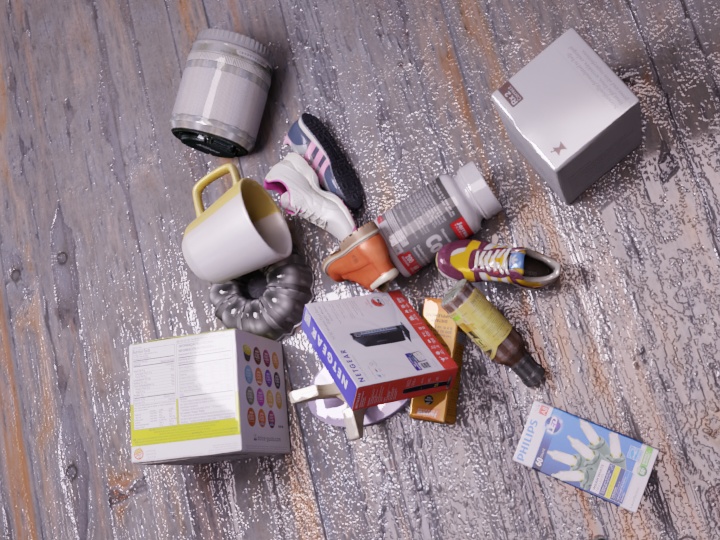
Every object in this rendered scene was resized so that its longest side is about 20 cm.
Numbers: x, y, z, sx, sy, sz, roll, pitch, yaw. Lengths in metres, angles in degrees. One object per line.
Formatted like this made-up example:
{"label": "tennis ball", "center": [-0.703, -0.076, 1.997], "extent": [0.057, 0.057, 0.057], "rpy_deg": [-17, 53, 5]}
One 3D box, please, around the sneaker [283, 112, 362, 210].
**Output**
{"label": "sneaker", "center": [-0.069, -0.181, 1.673], "extent": [0.082, 0.070, 0.201], "rpy_deg": [-39, 72, 34]}

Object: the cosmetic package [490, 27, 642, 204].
{"label": "cosmetic package", "center": [0.331, -0.238, 1.474], "extent": [0.165, 0.200, 0.165], "rpy_deg": [-39, 71, 7]}

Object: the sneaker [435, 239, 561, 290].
{"label": "sneaker", "center": [0.222, -0.015, 1.489], "extent": [0.198, 0.090, 0.076], "rpy_deg": [6, 79, -8]}

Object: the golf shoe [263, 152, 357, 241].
{"label": "golf shoe", "center": [-0.088, -0.111, 1.617], "extent": [0.091, 0.075, 0.200], "rpy_deg": [-35, 74, -27]}

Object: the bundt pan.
{"label": "bundt pan", "center": [-0.185, 0.029, 1.653], "extent": [0.200, 0.076, 0.204], "rpy_deg": [-3, 79, 18]}

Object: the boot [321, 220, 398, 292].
{"label": "boot", "center": [0.000, 0.000, 1.554], "extent": [0.075, 0.200, 0.108], "rpy_deg": [-33, 87, -23]}

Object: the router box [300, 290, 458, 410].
{"label": "router box", "center": [0.027, 0.120, 1.456], "extent": [0.200, 0.178, 0.049], "rpy_deg": [53, 141, 43]}

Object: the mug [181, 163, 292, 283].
{"label": "mug", "center": [-0.219, -0.066, 1.584], "extent": [0.152, 0.150, 0.187], "rpy_deg": [-29, 37, 18]}

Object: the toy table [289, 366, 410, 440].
{"label": "toy table", "center": [-0.012, 0.189, 1.544], "extent": [0.199, 0.117, 0.185], "rpy_deg": [-30, 72, 11]}

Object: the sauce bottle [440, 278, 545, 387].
{"label": "sauce bottle", "center": [0.215, 0.104, 1.483], "extent": [0.065, 0.065, 0.200], "rpy_deg": [-44, 94, 5]}

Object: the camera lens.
{"label": "camera lens", "center": [-0.252, -0.317, 1.697], "extent": [0.158, 0.160, 0.202], "rpy_deg": [12, 83, 19]}

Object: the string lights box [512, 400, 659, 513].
{"label": "string lights box", "center": [0.349, 0.286, 1.439], "extent": [0.198, 0.059, 0.104], "rpy_deg": [20, 87, 20]}

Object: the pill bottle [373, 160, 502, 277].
{"label": "pill bottle", "center": [0.130, -0.088, 1.554], "extent": [0.199, 0.114, 0.115], "rpy_deg": [-33, 71, 9]}

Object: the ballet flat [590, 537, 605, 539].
{"label": "ballet flat", "center": [0.386, 0.503, 1.392], "extent": [0.064, 0.067, 0.201], "rpy_deg": [-39, 67, 36]}

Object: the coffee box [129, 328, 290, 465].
{"label": "coffee box", "center": [-0.252, 0.218, 1.569], "extent": [0.198, 0.200, 0.200], "rpy_deg": [-10, 76, 16]}

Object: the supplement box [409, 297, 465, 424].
{"label": "supplement box", "center": [0.130, 0.149, 1.533], "extent": [0.066, 0.069, 0.202], "rpy_deg": [4, 82, 20]}
